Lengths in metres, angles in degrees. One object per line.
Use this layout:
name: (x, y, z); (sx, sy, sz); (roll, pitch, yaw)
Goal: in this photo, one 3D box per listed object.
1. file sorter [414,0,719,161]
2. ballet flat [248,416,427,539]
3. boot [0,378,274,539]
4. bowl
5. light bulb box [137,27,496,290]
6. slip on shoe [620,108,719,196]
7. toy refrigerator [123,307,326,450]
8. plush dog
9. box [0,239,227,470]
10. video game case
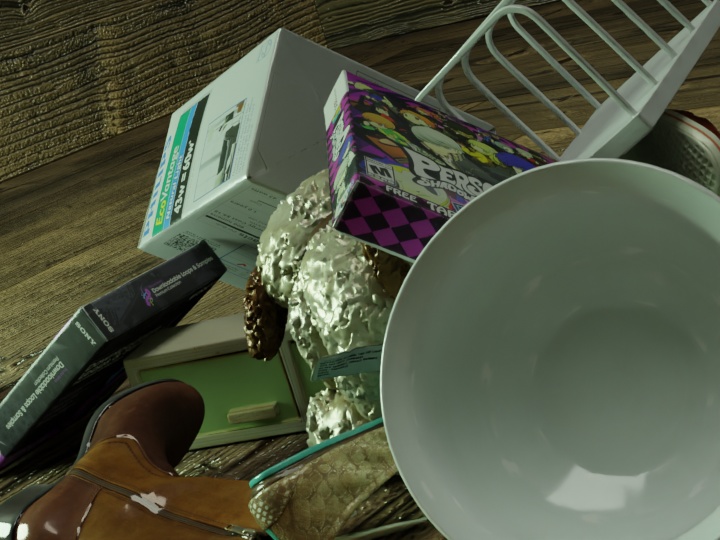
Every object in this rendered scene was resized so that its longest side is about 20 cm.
file sorter: (0.143, -0.143, 1.015); (0.139, 0.124, 0.200); (-45, 3, 42)
ballet flat: (0.033, 0.101, 0.807); (0.199, 0.065, 0.071); (-27, -9, -20)
boot: (-0.104, 0.123, 0.877); (0.199, 0.069, 0.188); (-4, 18, 40)
bowl: (0.117, 0.054, 0.708); (0.200, 0.202, 0.090); (-11, -16, 22)
light bulb box: (-0.036, -0.062, 1.125); (0.198, 0.125, 0.200); (22, -23, -25)
slip on shoe: (0.227, -0.083, 1.020); (0.061, 0.074, 0.200); (-15, 9, 0)
toy refrigerator: (-0.058, 0.070, 1.018); (0.199, 0.076, 0.070); (-11, 14, 20)
plush dog: (0.000, 0.000, 0.898); (0.200, 0.161, 0.172); (-44, 41, -6)
box: (-0.198, 0.066, 1.096); (0.200, 0.036, 0.143); (-46, -7, 38)
video game case: (0.076, -0.036, 0.836); (0.199, 0.036, 0.181); (22, 22, -12)
